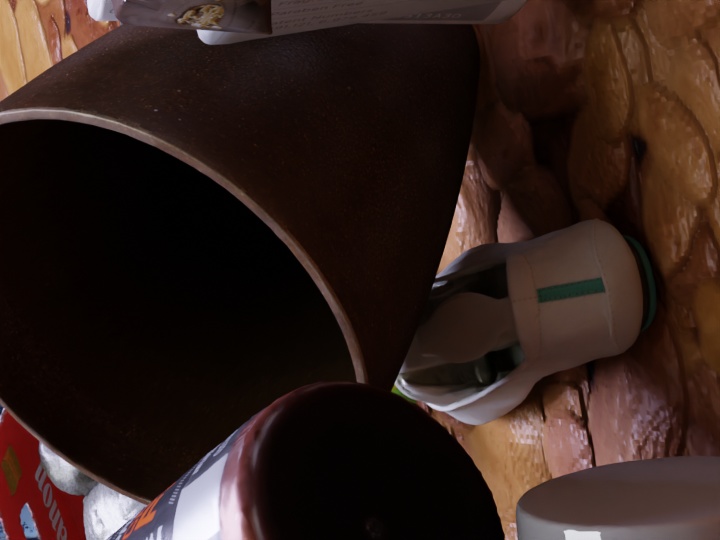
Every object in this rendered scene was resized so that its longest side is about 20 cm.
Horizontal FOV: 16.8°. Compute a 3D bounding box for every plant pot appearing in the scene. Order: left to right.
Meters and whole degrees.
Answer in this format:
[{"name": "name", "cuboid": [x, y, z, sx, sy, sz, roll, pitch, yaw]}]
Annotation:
[{"name": "plant pot", "cuboid": [-0.036, -0.038, 0.935, 0.187, 0.200, 0.187, 19, 135, 20]}]

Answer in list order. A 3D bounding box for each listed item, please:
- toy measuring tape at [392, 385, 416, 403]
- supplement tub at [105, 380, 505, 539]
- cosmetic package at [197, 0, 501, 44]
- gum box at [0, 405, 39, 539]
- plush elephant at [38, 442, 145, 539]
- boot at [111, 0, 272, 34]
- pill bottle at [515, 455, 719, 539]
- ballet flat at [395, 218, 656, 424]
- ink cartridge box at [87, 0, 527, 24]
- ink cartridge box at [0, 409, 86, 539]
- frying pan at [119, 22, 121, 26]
[{"name": "toy measuring tape", "cuboid": [0.000, 0.000, 1.084, 0.074, 0.073, 0.200, 134, 143, -64]}, {"name": "supplement tub", "cuboid": [-0.045, 0.125, 0.851, 0.200, 0.107, 0.107, -41, 60, 44]}, {"name": "cosmetic package", "cuboid": [0.030, -0.188, 0.766, 0.200, 0.166, 0.168, 144, 114, -67]}, {"name": "gum box", "cuboid": [-0.156, 0.069, 1.322, 0.170, 0.044, 0.200, 55, -145, -65]}, {"name": "plush elephant", "cuboid": [-0.067, 0.127, 1.154, 0.200, 0.155, 0.165, 108, 145, -50]}, {"name": "boot", "cuboid": [-0.086, -0.155, 0.772, 0.186, 0.064, 0.200, 152, 102, -69]}, {"name": "pill bottle", "cuboid": [0.106, 0.169, 0.798, 0.120, 0.119, 0.200, -167, 68, -66]}, {"name": "ballet flat", "cuboid": [0.045, 0.022, 0.956, 0.200, 0.069, 0.070, 149, 109, -67]}, {"name": "ink cartridge box", "cuboid": [-0.027, -0.187, 0.885, 0.050, 0.161, 0.200, 138, 127, -66]}, {"name": "ink cartridge box", "cuboid": [-0.123, 0.090, 1.230, 0.200, 0.050, 0.161, -78, -21, -52]}, {"name": "frying pan", "cuboid": [-0.117, -0.104, 1.288, 0.190, 0.031, 0.115, 138, 126, -83]}]
